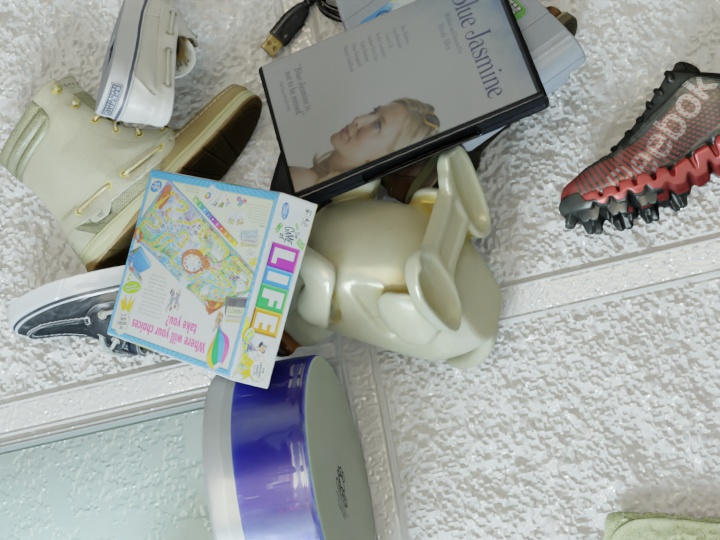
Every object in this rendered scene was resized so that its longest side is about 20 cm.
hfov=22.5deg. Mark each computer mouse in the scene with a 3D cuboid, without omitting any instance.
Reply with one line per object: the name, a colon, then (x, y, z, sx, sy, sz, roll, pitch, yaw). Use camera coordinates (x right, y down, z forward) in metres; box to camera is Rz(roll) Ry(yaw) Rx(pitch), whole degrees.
computer mouse: (-0.036, -0.140, 1.466, 0.140, 0.046, 0.201, 34, 90, 17)

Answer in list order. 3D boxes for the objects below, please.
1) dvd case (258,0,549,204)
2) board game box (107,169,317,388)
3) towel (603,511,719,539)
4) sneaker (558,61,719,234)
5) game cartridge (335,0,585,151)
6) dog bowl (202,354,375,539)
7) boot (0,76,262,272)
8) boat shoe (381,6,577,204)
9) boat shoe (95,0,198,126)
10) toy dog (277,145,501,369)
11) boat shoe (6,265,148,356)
dvd case: (0.029, -0.136, 1.341, 0.198, 0.018, 0.144, -22, 50, 6)
board game box: (-0.114, 0.002, 1.342, 0.199, 0.034, 0.136, 14, 88, 56)
towel: (0.271, 0.251, 1.319, 0.198, 0.036, 0.150, -1, 81, 16)
sneaker: (0.235, -0.100, 1.374, 0.199, 0.071, 0.099, -25, 75, 7)
game cartridge: (0.066, -0.183, 1.393, 0.133, 0.041, 0.200, -38, 51, -1)
dog bowl: (-0.049, 0.167, 1.335, 0.078, 0.200, 0.203, -11, 77, 10)
boot: (-0.192, -0.113, 1.493, 0.200, 0.072, 0.155, -45, 70, 4)
boat shoe: (0.086, -0.137, 1.419, 0.068, 0.072, 0.200, 40, 87, 24)
boat shoe: (-0.167, -0.181, 1.466, 0.069, 0.201, 0.071, 18, 122, -13)
toy dog: (0.000, 0.000, 1.385, 0.198, 0.194, 0.141, -3, 58, 28)
boat shoe: (-0.190, 0.037, 1.468, 0.198, 0.072, 0.069, -12, 76, 5)
